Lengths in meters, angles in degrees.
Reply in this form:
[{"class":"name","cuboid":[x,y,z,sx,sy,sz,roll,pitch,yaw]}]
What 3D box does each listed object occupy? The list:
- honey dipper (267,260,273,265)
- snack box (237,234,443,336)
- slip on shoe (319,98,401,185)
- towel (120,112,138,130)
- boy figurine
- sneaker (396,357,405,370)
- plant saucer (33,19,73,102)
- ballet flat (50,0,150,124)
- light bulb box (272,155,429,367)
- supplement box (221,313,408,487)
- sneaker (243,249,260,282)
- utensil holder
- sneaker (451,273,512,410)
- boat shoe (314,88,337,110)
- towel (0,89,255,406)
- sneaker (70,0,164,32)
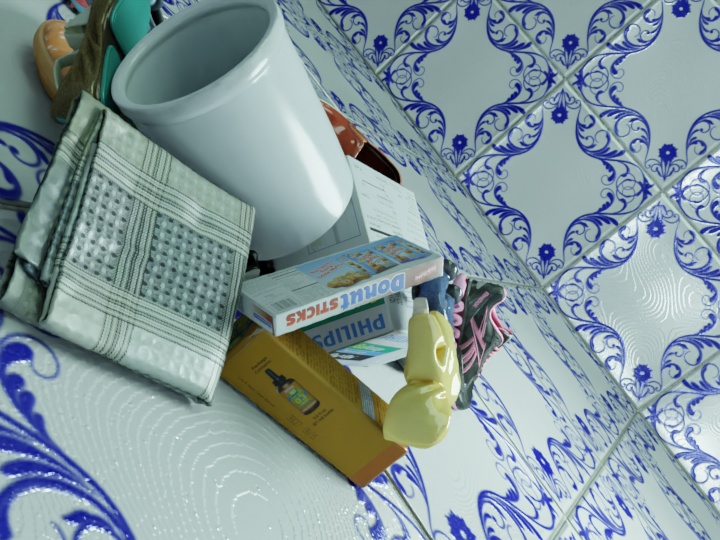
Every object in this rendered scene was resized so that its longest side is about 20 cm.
[{"class":"honey dipper","cuboid":[-0.070,0.000,1.045,0.200,0.038,0.038,38,19,-49]},{"class":"snack box","cuboid":[-0.017,0.009,0.771,0.199,0.025,0.072,-18,30,-35]},{"class":"slip on shoe","cuboid":[-0.022,-0.160,1.074,0.199,0.074,0.061,38,-9,-20]},{"class":"towel","cuboid":[-0.208,-0.129,0.850,0.147,0.022,0.202,42,35,-39]},{"class":"boy figurine","cuboid":[0.066,0.088,0.810,0.125,0.064,0.201,70,25,-48]},{"class":"sneaker","cuboid":[0.067,0.086,1.172,0.091,0.076,0.200,41,8,7]},{"class":"plant saucer","cuboid":[-0.274,-0.185,0.901,0.200,0.037,0.201,45,17,-18]},{"class":"ballet flat","cuboid":[-0.257,-0.210,0.801,0.068,0.071,0.202,77,12,-54]},{"class":"light bulb box","cuboid":[0.000,0.000,0.962,0.198,0.124,0.202,16,57,-63]},{"class":"supplement box","cuboid":[-0.044,0.117,0.784,0.200,0.066,0.069,43,17,-24]},{"class":"sneaker","cuboid":[-0.174,-0.030,0.746,0.199,0.080,0.074,35,23,-37]},{"class":"utensil holder","cuboid":[-0.115,-0.133,0.796,0.171,0.169,0.201,-112,176,-48]},{"class":"sneaker","cuboid":[0.168,0.107,1.179,0.094,0.202,0.079,5,14,10]},{"class":"boat shoe","cuboid":[-0.113,-0.228,1.127,0.200,0.075,0.086,25,5,-7]},{"class":"towel","cuboid":[-0.168,-0.016,0.652,0.199,0.034,0.194,34,54,-39]},{"class":"sneaker","cuboid":[-0.301,-0.344,1.078,0.200,0.095,0.079,45,16,-16]}]
